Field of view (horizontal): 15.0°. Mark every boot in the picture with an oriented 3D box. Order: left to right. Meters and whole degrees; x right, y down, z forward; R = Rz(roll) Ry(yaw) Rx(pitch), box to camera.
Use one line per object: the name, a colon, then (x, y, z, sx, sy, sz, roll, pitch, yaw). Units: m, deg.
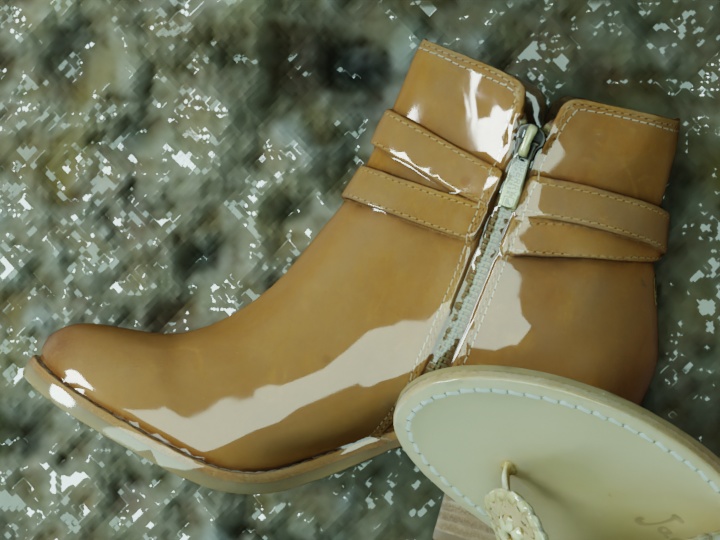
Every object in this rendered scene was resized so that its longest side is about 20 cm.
boot: (0.000, 0.000, 0.891, 0.200, 0.077, 0.155, 15, 97, 9)

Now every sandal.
sandal: (0.098, 0.108, 0.834, 0.212, 0.070, 0.078, 32, 135, -12)
